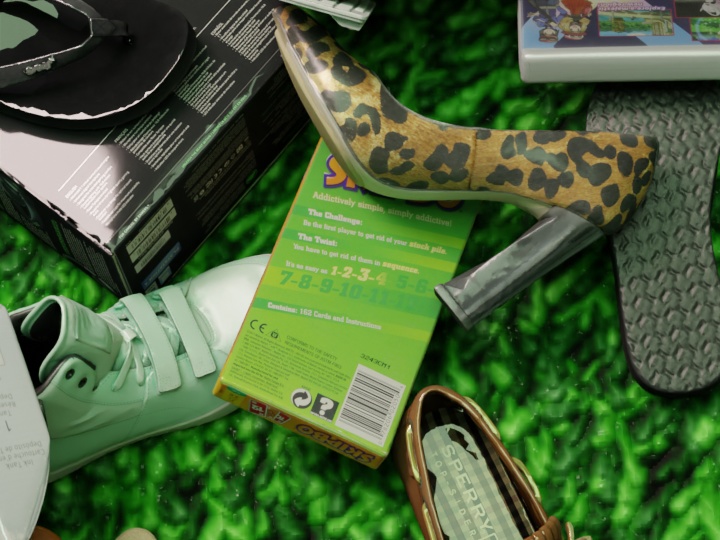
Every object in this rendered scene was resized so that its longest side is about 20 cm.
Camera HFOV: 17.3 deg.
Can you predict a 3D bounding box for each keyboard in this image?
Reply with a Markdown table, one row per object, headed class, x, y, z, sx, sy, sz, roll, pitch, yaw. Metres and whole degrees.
| class | x | y | z | sx | sy | sz | roll | pitch | yaw |
| --- | --- | --- | --- | --- | --- | --- | --- | --- | --- |
| keyboard | -0.021 | -0.146 | 1.269 | 0.056 | 0.200 | 0.011 | 21 | 98 | -1 |

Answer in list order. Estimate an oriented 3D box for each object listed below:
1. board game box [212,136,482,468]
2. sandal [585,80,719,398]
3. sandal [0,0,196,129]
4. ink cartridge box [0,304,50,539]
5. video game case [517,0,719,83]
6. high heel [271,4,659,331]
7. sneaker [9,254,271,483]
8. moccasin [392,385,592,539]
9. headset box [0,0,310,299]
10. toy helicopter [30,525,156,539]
| class | x | y | z | sx | sy | sz | roll | pitch | yaw |
| --- | --- | --- | --- | --- | --- | --- | --- | --- | --- |
| board game box | 0.000 | 0.000 | 1.263 | 0.095 | 0.030 | 0.200 | 25 | 61 | -5 |
| sandal | 0.161 | -0.029 | 1.288 | 0.075 | 0.048 | 0.201 | -2 | 80 | 1 |
| sandal | -0.187 | -0.119 | 1.242 | 0.200 | 0.043 | 0.076 | 4 | 69 | 7 |
| ink cartridge box | -0.189 | 0.139 | 1.146 | 0.057 | 0.163 | 0.200 | -12 | 70 | -36 |
| video game case | 0.187 | -0.167 | 1.313 | 0.200 | 0.023 | 0.182 | 0 | 43 | 3 |
| high heel | 0.056 | -0.087 | 1.243 | 0.143 | 0.071 | 0.200 | -36 | 92 | -2 |
| sneaker | -0.115 | 0.039 | 1.233 | 0.200 | 0.118 | 0.074 | -30 | 67 | -10 |
| moccasin | 0.078 | 0.149 | 1.197 | 0.074 | 0.078 | 0.202 | -19 | 68 | -6 |
| headset box | -0.149 | -0.109 | 1.309 | 0.200 | 0.093 | 0.174 | 35 | 74 | 16 |
| toy helicopter | -0.095 | 0.194 | 1.192 | 0.200 | 0.079 | 0.132 | -6 | 70 | -2 |
